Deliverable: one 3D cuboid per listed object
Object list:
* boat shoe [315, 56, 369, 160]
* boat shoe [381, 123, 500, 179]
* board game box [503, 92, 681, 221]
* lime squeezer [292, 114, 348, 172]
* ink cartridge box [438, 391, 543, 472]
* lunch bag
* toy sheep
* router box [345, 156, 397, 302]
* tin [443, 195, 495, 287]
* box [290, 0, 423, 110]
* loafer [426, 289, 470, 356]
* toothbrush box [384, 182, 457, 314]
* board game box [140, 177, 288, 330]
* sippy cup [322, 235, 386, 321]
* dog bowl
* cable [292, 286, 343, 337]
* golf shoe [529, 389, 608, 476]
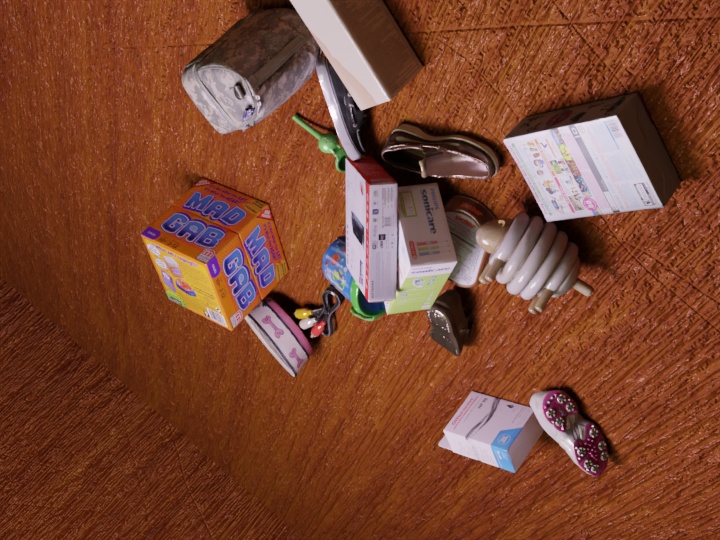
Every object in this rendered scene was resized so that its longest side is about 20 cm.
[{"bbox_3d":[-0.018,-0.263,1.579,0.056,0.069,0.201,-13,134,10],"label":"boat shoe"},{"bbox_3d":[0.120,-0.170,1.517,0.201,0.075,0.075,18,142,37],"label":"boat shoe"},{"bbox_3d":[0.313,-0.150,1.324,0.199,0.064,0.148,-5,125,51],"label":"board game box"},{"bbox_3d":[-0.047,-0.202,1.717,0.200,0.038,0.070,48,150,-9],"label":"lime squeezer"},{"bbox_3d":[0.249,0.316,1.939,0.199,0.116,0.067,10,138,43],"label":"ink cartridge box"},{"bbox_3d":[-0.165,-0.322,1.542,0.167,0.200,0.140,-7,125,54],"label":"lunch bag"},{"bbox_3d":[0.266,-0.013,1.487,0.199,0.139,0.138,31,150,-2],"label":"toy sheep"},{"bbox_3d":[0.016,-0.072,1.628,0.180,0.048,0.202,-124,32,-67],"label":"router box"},{"bbox_3d":[0.175,-0.045,1.651,0.111,0.042,0.201,29,148,15],"label":"tin"},{"bbox_3d":[-0.005,-0.349,1.424,0.077,0.095,0.201,-7,123,54],"label":"box"},{"bbox_3d":[0.172,0.099,1.813,0.076,0.068,0.200,35,165,20],"label":"loafer"},{"bbox_3d":[0.087,-0.033,1.637,0.200,0.085,0.147,114,147,-63],"label":"toothbrush box"},{"bbox_3d":[-0.307,-0.037,2.076,0.199,0.200,0.201,23,145,31],"label":"board game box"},{"bbox_3d":[0.000,0.000,1.837,0.130,0.179,0.139,31,-170,39],"label":"sippy cup"},{"bbox_3d":[-0.188,0.147,2.248,0.200,0.074,0.200,48,169,12],"label":"dog bowl"},{"bbox_3d":[-0.082,0.101,2.129,0.097,0.050,0.200,48,152,-3],"label":"cable"},{"bbox_3d":[0.389,0.298,1.809,0.201,0.075,0.091,54,164,-14],"label":"golf shoe"}]
